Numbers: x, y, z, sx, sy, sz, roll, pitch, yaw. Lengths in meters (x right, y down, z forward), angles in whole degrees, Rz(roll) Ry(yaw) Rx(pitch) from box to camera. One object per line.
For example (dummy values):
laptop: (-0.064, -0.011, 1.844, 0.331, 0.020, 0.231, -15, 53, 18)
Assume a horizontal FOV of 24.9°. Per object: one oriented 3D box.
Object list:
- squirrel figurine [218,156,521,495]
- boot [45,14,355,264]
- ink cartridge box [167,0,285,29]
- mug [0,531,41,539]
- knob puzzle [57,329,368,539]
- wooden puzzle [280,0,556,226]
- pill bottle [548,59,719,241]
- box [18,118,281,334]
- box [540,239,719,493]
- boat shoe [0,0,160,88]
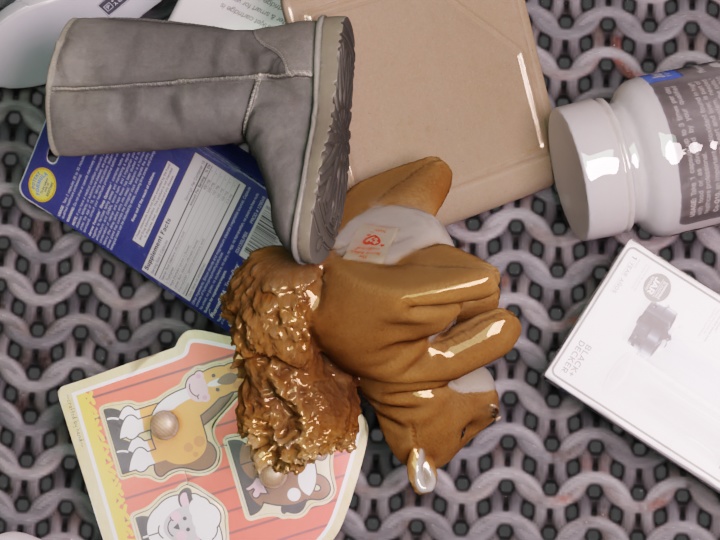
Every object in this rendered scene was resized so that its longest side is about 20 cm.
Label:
squirrel figurine: (0.006, 0.058, 1.074, 0.199, 0.187, 0.142, -19, 39, -10)
boot: (-0.107, -0.087, 1.042, 0.199, 0.073, 0.182, 0, 64, 10)
ink cartridge box: (-0.044, -0.191, 1.175, 0.144, 0.084, 0.200, 25, 81, 4)
mug: (-0.212, 0.261, 1.042, 0.148, 0.200, 0.175, -41, 76, -1)
knob puzzle: (-0.090, 0.136, 1.133, 0.219, 0.030, 0.220, 0, 87, -4)
wooden puzzle: (0.044, -0.128, 1.131, 0.185, 0.037, 0.201, -20, 107, -25)
pill bottle: (0.239, -0.087, 1.133, 0.199, 0.114, 0.114, -12, 80, -5)
box: (-0.136, -0.051, 1.146, 0.200, 0.032, 0.121, 33, 122, 5)
box: (0.238, 0.081, 1.132, 0.200, 0.060, 0.117, 32, 87, 6)
boat shoe: (-0.201, -0.210, 1.193, 0.200, 0.072, 0.068, -36, 46, 9)
